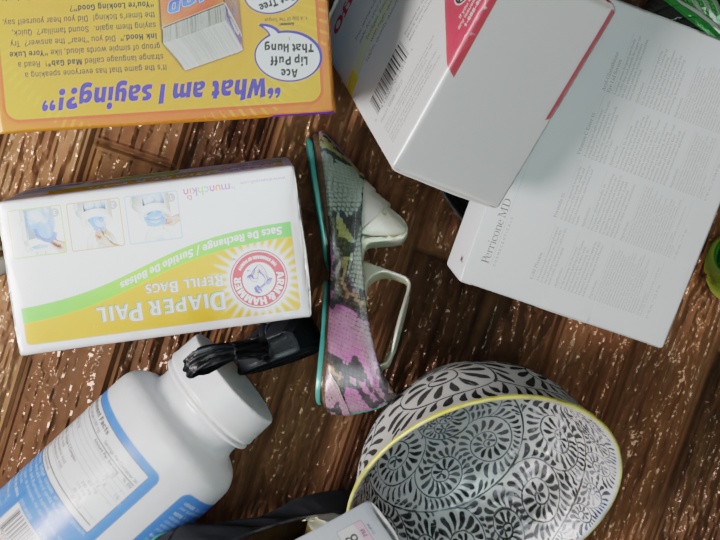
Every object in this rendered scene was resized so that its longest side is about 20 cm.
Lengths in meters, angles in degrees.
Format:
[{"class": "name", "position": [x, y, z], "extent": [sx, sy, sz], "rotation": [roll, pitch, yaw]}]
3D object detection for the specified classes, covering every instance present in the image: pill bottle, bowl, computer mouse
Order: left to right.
[{"class": "pill bottle", "position": [-0.160, 0.143, 0.945], "extent": [0.200, 0.112, 0.112], "rotation": [-41, 99, 2]}, {"class": "computer mouse", "position": [-0.073, 0.048, 0.900], "extent": [0.058, 0.200, 0.034], "rotation": [-20, 84, 12]}, {"class": "bowl", "position": [0.078, 0.129, 0.954], "extent": [0.198, 0.095, 0.203], "rotation": [-7, 131, -8]}]

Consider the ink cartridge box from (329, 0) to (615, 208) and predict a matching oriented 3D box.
[{"class": "ink cartridge box", "position": [0.059, -0.158, 0.854], "extent": [0.083, 0.201, 0.146], "rotation": [17, 116, -26]}]

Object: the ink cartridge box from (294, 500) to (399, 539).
[{"class": "ink cartridge box", "position": [-0.063, 0.256, 0.895], "extent": [0.198, 0.057, 0.164], "rotation": [-28, 142, -21]}]

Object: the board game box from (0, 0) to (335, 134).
[{"class": "board game box", "position": [-0.124, -0.197, 0.855], "extent": [0.197, 0.200, 0.203], "rotation": [-4, 98, -4]}]

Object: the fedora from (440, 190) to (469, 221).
[{"class": "fedora", "position": [0.138, -0.098, 0.942], "extent": [0.197, 0.092, 0.204], "rotation": [-1, 98, -4]}]

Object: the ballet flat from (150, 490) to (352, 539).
[{"class": "ballet flat", "position": [-0.055, 0.202, 0.937], "extent": [0.198, 0.073, 0.074], "rotation": [-4, 100, -37]}]

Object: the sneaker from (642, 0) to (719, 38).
[{"class": "sneaker", "position": [0.298, -0.147, 0.956], "extent": [0.199, 0.078, 0.085], "rotation": [39, 93, -8]}]

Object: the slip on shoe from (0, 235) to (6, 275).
[{"class": "slip on shoe", "position": [-0.338, -0.007, 0.939], "extent": [0.197, 0.077, 0.061], "rotation": [-4, 138, -12]}]

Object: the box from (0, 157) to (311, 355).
[{"class": "box", "position": [-0.136, -0.014, 0.924], "extent": [0.197, 0.113, 0.103], "rotation": [-7, 98, -5]}]

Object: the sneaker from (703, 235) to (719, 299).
[{"class": "sneaker", "position": [0.353, -0.016, 0.975], "extent": [0.198, 0.084, 0.075], "rotation": [-20, 99, -2]}]

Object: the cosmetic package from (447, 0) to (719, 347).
[{"class": "cosmetic package", "position": [0.161, -0.069, 0.877], "extent": [0.149, 0.052, 0.202], "rotation": [18, 100, -13]}]

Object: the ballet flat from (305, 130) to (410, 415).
[{"class": "ballet flat", "position": [0.000, 0.000, 0.939], "extent": [0.070, 0.069, 0.203], "rotation": [-4, 76, 3]}]
